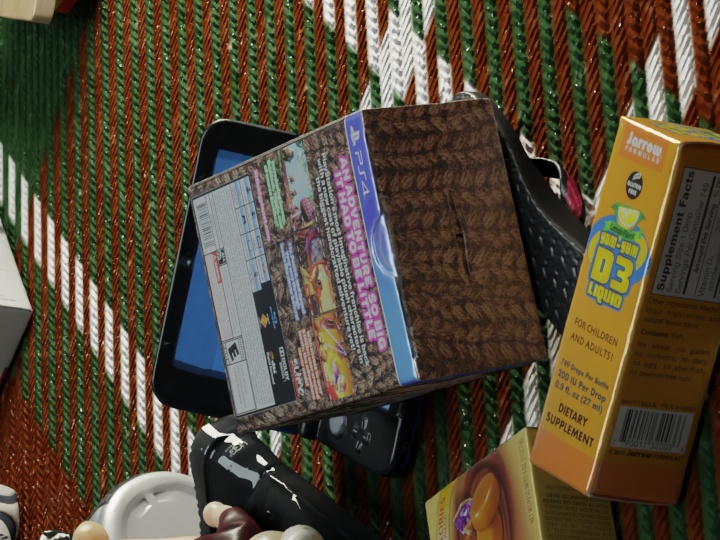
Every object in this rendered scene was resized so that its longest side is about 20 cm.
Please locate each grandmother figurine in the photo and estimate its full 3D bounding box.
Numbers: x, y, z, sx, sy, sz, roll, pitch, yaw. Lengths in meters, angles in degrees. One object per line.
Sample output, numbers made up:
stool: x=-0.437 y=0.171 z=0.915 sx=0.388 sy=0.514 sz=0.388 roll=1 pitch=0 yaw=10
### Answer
grandmother figurine: x=-0.104 y=0.189 z=1.621 sx=0.200 sy=0.061 sz=0.121 roll=-10 pitch=51 yaw=36

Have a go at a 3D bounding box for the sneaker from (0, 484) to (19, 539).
sneaker: x=-0.351 y=0.286 z=2.245 sx=0.199 sy=0.079 sz=0.130 roll=-46 pitch=35 yaw=33

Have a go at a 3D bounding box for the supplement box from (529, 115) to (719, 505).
supplement box: x=0.155 y=0.021 z=1.408 sx=0.067 sy=0.069 sz=0.200 roll=28 pitch=105 yaw=58

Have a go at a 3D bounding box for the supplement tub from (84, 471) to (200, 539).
supplement tub: x=-0.170 y=0.242 z=1.883 sx=0.200 sy=0.122 sz=0.123 roll=-51 pitch=41 yaw=44

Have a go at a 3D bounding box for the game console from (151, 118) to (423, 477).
game console: x=-0.037 y=0.016 z=1.704 sx=0.171 sy=0.118 sz=0.200 roll=24 pitch=104 yaw=61

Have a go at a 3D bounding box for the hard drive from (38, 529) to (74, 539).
hard drive: x=-0.160 y=0.268 z=1.794 sx=0.033 sy=0.139 sz=0.200 roll=-66 pitch=-10 yaw=-46

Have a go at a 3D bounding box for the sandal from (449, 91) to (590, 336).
sandal: x=0.107 y=-0.027 z=1.543 sx=0.200 sy=0.045 sz=0.075 roll=55 pitch=137 yaw=33

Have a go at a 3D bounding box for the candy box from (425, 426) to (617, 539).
candy box: x=0.098 y=0.203 z=1.473 sx=0.117 sy=0.056 sz=0.200 roll=-42 pitch=46 yaw=50

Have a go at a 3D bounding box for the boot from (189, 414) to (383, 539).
boot: x=-0.023 y=0.201 z=1.683 sx=0.200 sy=0.066 sz=0.165 roll=34 pitch=154 yaw=39

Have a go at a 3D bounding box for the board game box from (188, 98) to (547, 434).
board game box: x=0.000 y=0.000 z=1.573 sx=0.200 sy=0.097 sz=0.160 roll=-19 pitch=81 yaw=54

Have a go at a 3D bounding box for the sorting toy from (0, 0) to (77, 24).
sorting toy: x=-0.272 y=-0.314 z=2.273 sx=0.199 sy=0.070 sz=0.200 roll=16 pitch=96 yaw=61

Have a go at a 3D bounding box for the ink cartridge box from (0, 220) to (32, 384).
ink cartridge box: x=-0.375 y=0.022 z=2.356 sx=0.145 sy=0.083 sz=0.200 roll=-64 pitch=34 yaw=30
